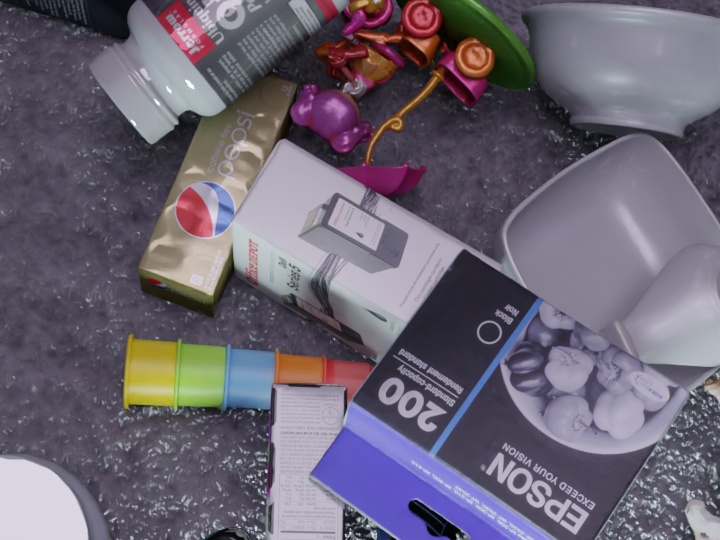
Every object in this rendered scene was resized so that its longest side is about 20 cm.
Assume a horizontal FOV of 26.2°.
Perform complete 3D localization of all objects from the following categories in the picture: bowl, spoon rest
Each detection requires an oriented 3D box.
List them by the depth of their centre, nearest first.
[{"bbox_3d":[0.246,0.038,1.200,0.199,0.060,0.100,-18,82,-41],"label":"spoon rest"},{"bbox_3d":[0.206,0.012,1.256,0.199,0.075,0.201,-32,87,-30],"label":"bowl"},{"bbox_3d":[0.227,-0.161,1.296,0.199,0.201,0.091,8,92,-2],"label":"bowl"}]

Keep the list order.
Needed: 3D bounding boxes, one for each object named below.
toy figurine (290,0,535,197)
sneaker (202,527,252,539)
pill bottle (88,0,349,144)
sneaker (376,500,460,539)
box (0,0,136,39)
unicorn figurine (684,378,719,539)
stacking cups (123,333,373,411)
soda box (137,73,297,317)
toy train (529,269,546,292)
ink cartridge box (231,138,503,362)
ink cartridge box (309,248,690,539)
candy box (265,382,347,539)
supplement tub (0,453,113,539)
[{"bbox_3d":[0.014,-0.148,1.289,0.199,0.150,0.185,38,81,-1],"label":"toy figurine"},{"bbox_3d":[-0.143,0.278,1.156,0.071,0.080,0.201,28,71,5],"label":"sneaker"},{"bbox_3d":[-0.115,-0.195,1.235,0.200,0.111,0.111,-40,78,0],"label":"pill bottle"},{"bbox_3d":[0.050,0.199,1.206,0.077,0.070,0.202,0,71,0],"label":"sneaker"},{"bbox_3d":[-0.232,-0.326,1.331,0.195,0.124,0.202,16,70,2],"label":"box"},{"bbox_3d":[0.314,0.143,1.234,0.199,0.074,0.139,-24,105,-23],"label":"unicorn figurine"},{"bbox_3d":[-0.088,0.087,1.236,0.198,0.061,0.061,4,71,-3],"label":"stacking cups"},{"bbox_3d":[-0.116,-0.069,1.286,0.067,0.064,0.202,20,71,2],"label":"soda box"},{"bbox_3d":[0.124,0.090,1.267,0.056,0.042,0.202,2,71,6],"label":"toy train"},{"bbox_3d":[0.000,0.000,1.229,0.199,0.146,0.084,30,73,6],"label":"ink cartridge box"},{"bbox_3d":[0.096,0.115,1.088,0.197,0.043,0.201,32,74,15],"label":"ink cartridge box"},{"bbox_3d":[-0.042,0.198,1.163,0.060,0.137,0.202,2,72,-3],"label":"candy box"},{"bbox_3d":[-0.246,0.213,1.106,0.143,0.200,0.146,2,71,-5],"label":"supplement tub"}]
